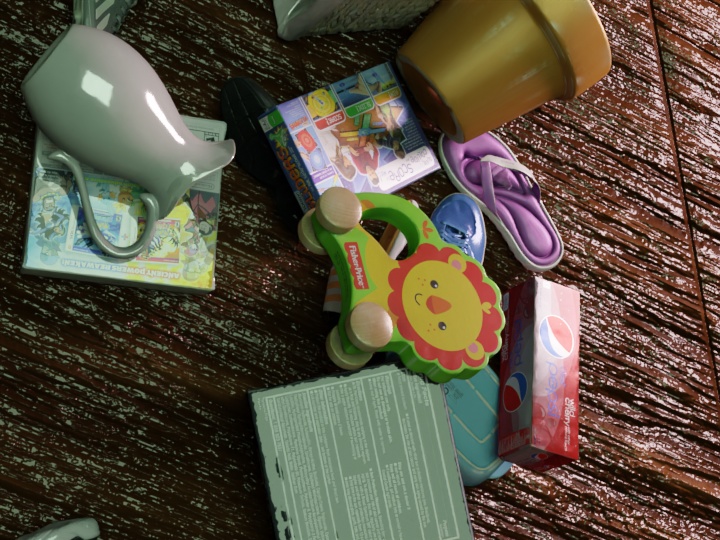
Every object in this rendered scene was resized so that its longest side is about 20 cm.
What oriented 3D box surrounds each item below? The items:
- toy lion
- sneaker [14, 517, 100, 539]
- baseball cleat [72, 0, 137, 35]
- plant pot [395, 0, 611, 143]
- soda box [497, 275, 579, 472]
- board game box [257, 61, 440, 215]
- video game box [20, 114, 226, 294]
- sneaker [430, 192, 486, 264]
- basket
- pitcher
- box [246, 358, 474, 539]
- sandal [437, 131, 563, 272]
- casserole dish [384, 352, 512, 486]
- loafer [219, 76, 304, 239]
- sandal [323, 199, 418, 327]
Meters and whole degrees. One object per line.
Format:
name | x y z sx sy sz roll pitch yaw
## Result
toy lion | 0.050 0.016 1.373 0.190 0.069 0.202 -4 66 -28
sneaker | -0.329 0.324 1.328 0.199 0.075 0.115 -26 91 -15
baseball cleat | -0.257 -0.281 1.445 0.105 0.070 0.203 0 83 -19
plant pot | 0.145 -0.245 1.528 0.183 0.200 0.201 -37 95 -5
soda box | 0.197 0.114 1.519 0.069 0.063 0.202 19 62 -27
board game box | -0.008 -0.136 1.484 0.199 0.034 0.136 -28 93 -46
video game box | -0.244 -0.077 1.431 0.198 0.047 0.184 8 76 -18
sneaker | 0.100 -0.014 1.490 0.076 0.111 0.201 20 63 1
basket | -0.002 -0.372 1.481 0.159 0.200 0.201 -7 84 -22
pitcher | -0.250 -0.127 1.361 0.200 0.121 0.172 41 83 -20
box | -0.003 0.203 1.416 0.196 0.123 0.202 -11 86 -6
sandal | 0.171 -0.092 1.576 0.082 0.050 0.203 -41 95 -22
casserole dish | 0.108 0.146 1.526 0.121 0.039 0.200 -43 96 -20
loafer | -0.081 -0.125 1.492 0.201 0.072 0.072 59 35 -8
sandal | -0.003 0.002 1.493 0.059 0.079 0.208 30 65 -11
